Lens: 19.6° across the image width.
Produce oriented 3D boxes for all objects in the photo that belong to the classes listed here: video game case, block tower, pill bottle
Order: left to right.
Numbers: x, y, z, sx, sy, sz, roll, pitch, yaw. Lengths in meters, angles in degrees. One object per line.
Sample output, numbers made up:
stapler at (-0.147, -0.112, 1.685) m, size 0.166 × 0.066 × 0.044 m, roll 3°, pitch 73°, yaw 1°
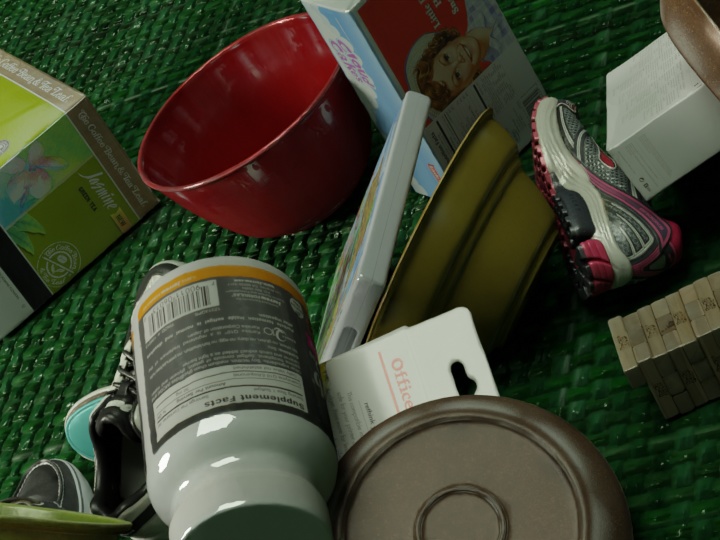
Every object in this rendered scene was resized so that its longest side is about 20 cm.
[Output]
pill bottle at (-0.076, 0.096, 1.273) m, size 0.116 × 0.116 × 0.200 m, roll -25°, pitch 44°, yaw 12°
video game case at (0.000, 0.000, 1.479) m, size 0.022 × 0.182 × 0.200 m, roll 19°, pitch 44°, yaw -4°
block tower at (0.260, 0.024, 1.317) m, size 0.200 × 0.058 × 0.054 m, roll -24°, pitch 34°, yaw 10°

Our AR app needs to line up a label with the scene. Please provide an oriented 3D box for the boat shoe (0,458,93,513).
boat shoe at (-0.241, 0.198, 1.496) m, size 0.070 × 0.066 × 0.200 m, roll -19°, pitch 36°, yaw 20°

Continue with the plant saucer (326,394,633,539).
plant saucer at (0.062, 0.160, 1.250) m, size 0.200 × 0.032 × 0.201 m, roll -5°, pitch 61°, yaw 9°

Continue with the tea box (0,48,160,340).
tea box at (-0.321, -0.071, 1.842) m, size 0.197 × 0.134 × 0.200 m, roll -42°, pitch 35°, yaw -12°

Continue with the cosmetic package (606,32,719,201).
cosmetic package at (0.219, -0.118, 1.470) m, size 0.082 × 0.051 × 0.200 m, roll -37°, pitch 12°, yaw 18°

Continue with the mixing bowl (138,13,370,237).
mixing bowl at (-0.066, -0.100, 1.672) m, size 0.200 × 0.108 × 0.200 m, roll -28°, pitch 31°, yaw 19°

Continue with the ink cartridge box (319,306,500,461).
ink cartridge box at (0.005, 0.117, 1.360) m, size 0.200 × 0.067 × 0.117 m, roll -24°, pitch 63°, yaw 13°

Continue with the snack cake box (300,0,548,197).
snack cake box at (0.054, -0.160, 1.586) m, size 0.115 × 0.200 × 0.067 m, roll -44°, pitch 35°, yaw -18°

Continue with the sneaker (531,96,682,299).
sneaker at (0.168, -0.054, 1.480) m, size 0.075 × 0.081 × 0.200 m, roll -13°, pitch 41°, yaw -3°

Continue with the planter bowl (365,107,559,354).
planter bowl at (0.081, -0.005, 1.434) m, size 0.083 × 0.201 × 0.201 m, roll 26°, pitch 56°, yaw 7°

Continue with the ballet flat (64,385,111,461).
ballet flat at (-0.123, 0.098, 1.538) m, size 0.200 × 0.069 × 0.070 m, roll -17°, pitch 37°, yaw 26°

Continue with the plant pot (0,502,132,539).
plant pot at (-0.257, 0.243, 1.327) m, size 0.200 × 0.200 × 0.190 m, roll 3°, pitch 83°, yaw 41°

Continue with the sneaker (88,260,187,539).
sneaker at (-0.145, 0.089, 1.457) m, size 0.075 × 0.088 × 0.201 m, roll -2°, pitch 80°, yaw 29°

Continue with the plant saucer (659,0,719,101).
plant saucer at (0.262, -0.129, 1.394) m, size 0.037 × 0.200 × 0.201 m, roll -44°, pitch 30°, yaw 19°
